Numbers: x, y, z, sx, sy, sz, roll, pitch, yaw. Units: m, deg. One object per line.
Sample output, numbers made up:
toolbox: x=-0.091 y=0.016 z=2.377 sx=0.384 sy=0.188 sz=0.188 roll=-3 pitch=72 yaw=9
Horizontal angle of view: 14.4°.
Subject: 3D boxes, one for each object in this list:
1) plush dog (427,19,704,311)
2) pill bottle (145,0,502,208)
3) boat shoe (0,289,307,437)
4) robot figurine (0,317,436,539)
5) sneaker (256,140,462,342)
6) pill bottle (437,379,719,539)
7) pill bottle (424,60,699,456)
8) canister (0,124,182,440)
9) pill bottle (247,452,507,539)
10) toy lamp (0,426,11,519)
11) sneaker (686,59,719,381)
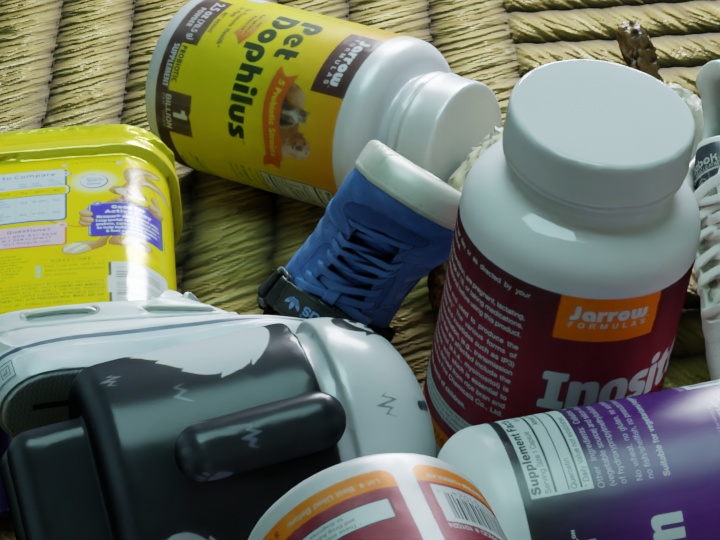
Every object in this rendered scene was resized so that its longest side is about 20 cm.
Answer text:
plush dog: x=0.117 y=-0.046 z=1.551 sx=0.200 sy=0.161 sz=0.172 roll=-29 pitch=13 yaw=-38
pill bottle: x=-0.020 y=-0.093 z=1.661 sx=0.200 sy=0.109 sz=0.109 roll=17 pitch=36 yaw=32
boat shoe: x=-0.090 y=0.038 z=1.403 sx=0.200 sy=0.074 sz=0.067 roll=1 pitch=42 yaw=-26
robot figurine: x=-0.064 y=0.090 z=1.328 sx=0.200 sy=0.125 sz=0.150 roll=-13 pitch=30 yaw=-13
sneaker: x=0.001 y=0.001 z=1.452 sx=0.077 sy=0.111 sz=0.200 roll=33 pitch=-5 yaw=-5
pill bottle: x=0.108 y=0.116 z=1.274 sx=0.200 sy=0.112 sz=0.112 roll=-10 pitch=30 yaw=-10
pill bottle: x=0.097 y=0.007 z=1.346 sx=0.113 sy=0.200 sz=0.113 roll=5 pitch=38 yaw=-4
canister: x=-0.169 y=0.007 z=1.530 sx=0.148 sy=0.087 sz=0.200 roll=-5 pitch=31 yaw=-2
pill bottle: x=0.030 y=0.174 z=1.113 sx=0.113 sy=0.113 sz=0.200 roll=-12 pitch=41 yaw=-13
toy lamp: x=-0.217 y=0.030 z=1.401 sx=0.058 sy=0.200 sz=0.058 roll=-17 pitch=-6 yaw=-2
sneaker: x=0.195 y=-0.011 z=1.448 sx=0.076 sy=0.080 sz=0.200 roll=-23 pitch=50 yaw=39
